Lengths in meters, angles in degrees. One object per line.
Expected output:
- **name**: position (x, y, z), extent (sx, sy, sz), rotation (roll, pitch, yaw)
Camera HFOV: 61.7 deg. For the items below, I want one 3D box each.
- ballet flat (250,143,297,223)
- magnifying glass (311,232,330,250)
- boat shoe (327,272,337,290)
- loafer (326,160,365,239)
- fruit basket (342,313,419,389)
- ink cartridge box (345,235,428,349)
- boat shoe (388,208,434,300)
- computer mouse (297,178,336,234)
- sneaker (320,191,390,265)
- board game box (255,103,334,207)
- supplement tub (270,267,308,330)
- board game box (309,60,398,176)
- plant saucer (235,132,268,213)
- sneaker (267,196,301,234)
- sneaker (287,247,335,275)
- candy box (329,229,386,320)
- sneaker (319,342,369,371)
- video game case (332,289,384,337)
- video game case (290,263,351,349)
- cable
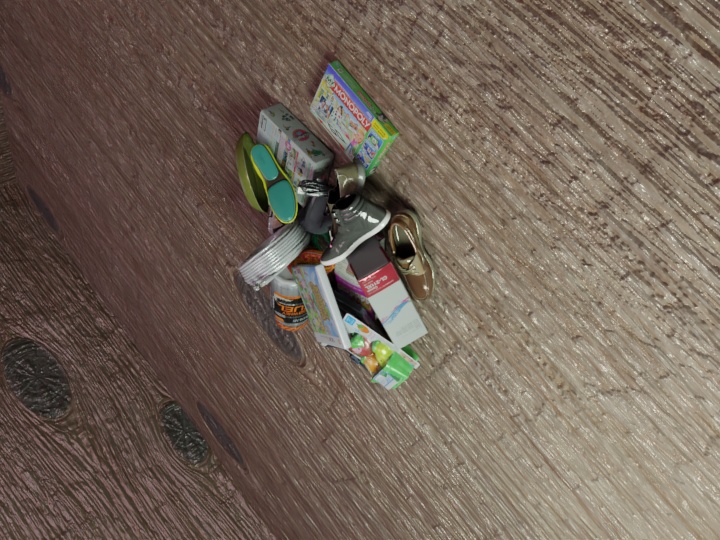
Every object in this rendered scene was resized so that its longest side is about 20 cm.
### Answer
- **ballet flat**: position (-0.195, -0.202, 1.407), extent (0.202, 0.066, 0.067), rotation (64, -177, 6)
- **magnifying glass**: position (-0.098, -0.020, 1.568), extent (0.079, 0.022, 0.202), rotation (37, 141, 31)
- **boat shoe**: position (-0.082, 0.067, 1.572), extent (0.075, 0.072, 0.201), rotation (30, 157, 22)
- **loafer**: position (-0.044, -0.148, 1.303), extent (0.076, 0.069, 0.202), rotation (-115, 30, -46)
- **fruit basket**: position (0.026, 0.192, 1.403), extent (0.198, 0.094, 0.186), rotation (29, 151, -2)
- **ink cartridge box**: position (0.054, 0.047, 1.296), extent (0.201, 0.082, 0.146), rotation (60, 180, -29)
- **boat shoe**: position (0.100, -0.024, 1.262), extent (0.075, 0.072, 0.202), rotation (-9, 110, 32)
- **computer mouse**: position (-0.093, -0.135, 1.402), extent (0.200, 0.136, 0.053), rotation (123, 146, -60)
- **sneaker**: position (-0.038, -0.092, 1.264), extent (0.099, 0.071, 0.199), rotation (40, 125, -21)
- **board game box**: position (-0.161, -0.270, 1.426), extent (0.200, 0.064, 0.148), rotation (46, 144, 19)
- **supplement tub**: position (-0.186, 0.063, 1.646), extent (0.122, 0.122, 0.202), rotation (36, 142, 27)
- **board game box**: position (-0.018, -0.312, 1.254), extent (0.201, 0.029, 0.135), rotation (51, 145, 10)
- **plant saucer**: position (-0.271, -0.239, 1.495), extent (0.200, 0.031, 0.203), rotation (-13, -90, -85)
- **sneaker**: position (-0.194, -0.150, 1.546), extent (0.079, 0.075, 0.201), rotation (13, 149, 0)
- **sneaker**: position (-0.118, -0.032, 1.494), extent (0.199, 0.077, 0.074), rotation (4, 127, 55)
- **candy box**: position (0.000, 0.000, 1.433), extent (0.135, 0.061, 0.202), rotation (26, 134, 40)
- **sneaker**: position (-0.023, 0.201, 1.578), extent (0.146, 0.077, 0.202), rotation (41, 160, -7)
- **video game case**: position (-0.017, 0.112, 1.494), extent (0.142, 0.019, 0.201), rotation (29, 163, 34)
- **video game case**: position (-0.097, 0.082, 1.423), extent (0.181, 0.022, 0.203), rotation (-1, 109, 65)
- **cable**: position (-0.214, -0.043, 1.494), extent (0.069, 0.200, 0.200), rotation (50, 168, -13)
